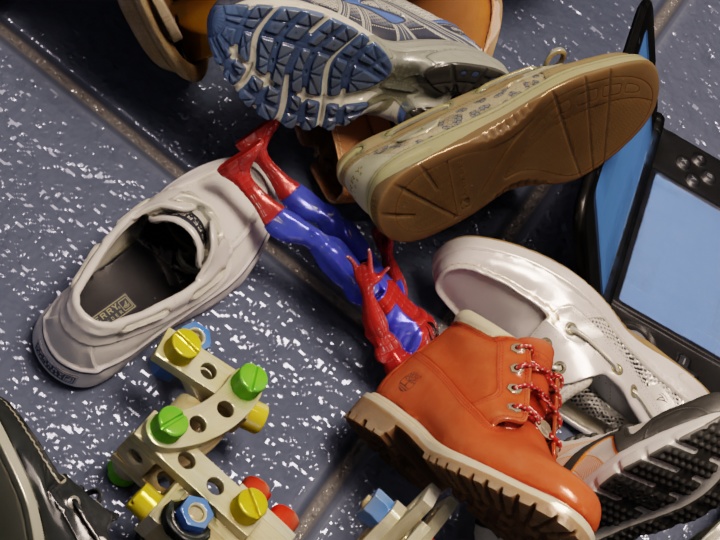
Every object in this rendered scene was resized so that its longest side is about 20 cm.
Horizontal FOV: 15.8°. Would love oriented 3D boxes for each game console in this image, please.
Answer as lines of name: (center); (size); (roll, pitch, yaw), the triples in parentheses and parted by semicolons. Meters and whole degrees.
game console: (0.203, -0.036, 1.627); (0.175, 0.116, 0.200); (29, 51, -9)

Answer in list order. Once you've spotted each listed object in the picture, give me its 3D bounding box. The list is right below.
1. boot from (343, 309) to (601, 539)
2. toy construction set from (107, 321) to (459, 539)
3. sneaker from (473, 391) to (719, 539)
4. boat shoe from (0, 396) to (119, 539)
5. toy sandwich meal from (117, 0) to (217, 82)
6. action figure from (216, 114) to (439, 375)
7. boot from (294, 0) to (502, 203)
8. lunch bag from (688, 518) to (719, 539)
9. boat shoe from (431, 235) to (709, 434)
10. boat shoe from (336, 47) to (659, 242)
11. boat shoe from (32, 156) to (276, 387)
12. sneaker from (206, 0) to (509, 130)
boot: (0.081, 0.084, 1.423); (0.107, 0.200, 0.075); (-45, 127, -10)
toy construction set: (-0.052, 0.122, 1.406); (0.200, 0.092, 0.131); (33, 49, 8)
sneaker: (0.133, 0.113, 1.445); (0.074, 0.200, 0.080); (33, 36, -36)
boat shoe: (-0.150, 0.147, 1.339); (0.066, 0.075, 0.200); (-17, 70, -38)
toy sandwich meal: (-0.106, -0.208, 1.537); (0.070, 0.205, 0.206); (-17, 62, 10)
action figure: (0.000, 0.000, 1.511); (0.200, 0.052, 0.065); (52, 22, -13)
boot: (0.018, -0.131, 1.617); (0.154, 0.074, 0.201); (-11, 61, -27)
lunch bag: (0.174, 0.263, 1.412); (0.200, 0.118, 0.164); (-39, 84, -24)
boat shoe: (0.122, 0.056, 1.552); (0.200, 0.071, 0.069); (34, 50, -7)
boat shoe: (0.082, -0.084, 1.508); (0.199, 0.074, 0.063); (-22, 41, -22)
boat shoe: (-0.107, -0.012, 1.469); (0.072, 0.066, 0.200); (47, 49, 6)
sneaker: (-0.010, -0.130, 1.521); (0.199, 0.077, 0.085); (13, 34, -34)
